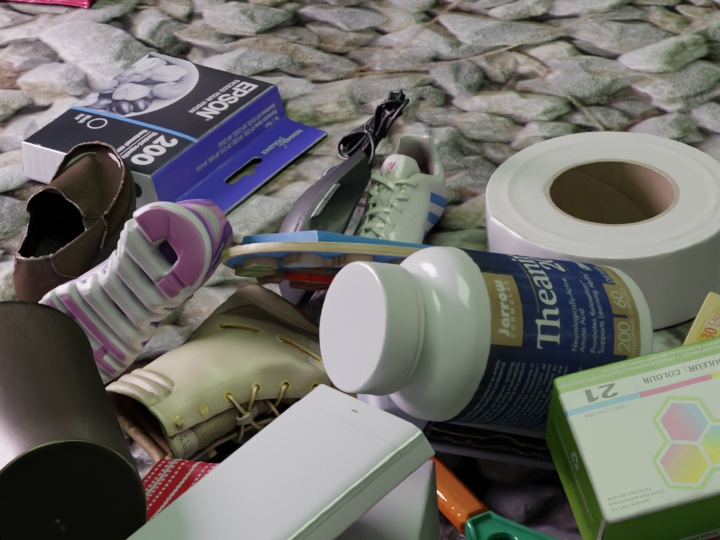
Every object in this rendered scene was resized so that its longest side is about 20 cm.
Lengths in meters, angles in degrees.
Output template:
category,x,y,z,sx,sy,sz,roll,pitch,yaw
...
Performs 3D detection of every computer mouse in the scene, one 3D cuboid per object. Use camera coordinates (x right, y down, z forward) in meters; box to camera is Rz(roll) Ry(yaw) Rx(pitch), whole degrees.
category,x,y,z,sx,sy,sz,roll,pitch,yaw
computer mouse,-0.032,-0.051,1.636,0.046,0.140,0.200,28,70,-6

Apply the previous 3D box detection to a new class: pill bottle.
category,x,y,z,sx,sy,sz,roll,pitch,yaw
pill bottle,0.080,0.043,1.307,0.199,0.111,0.111,6,25,-31

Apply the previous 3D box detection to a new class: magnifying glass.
category,x,y,z,sx,sy,sz,roll,pitch,yaw
magnifying glass,0.088,0.177,1.336,0.079,0.022,0.200,-19,35,-23

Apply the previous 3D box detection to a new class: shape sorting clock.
category,x,y,z,sx,sy,sz,roll,pitch,yaw
shape sorting clock,0.000,0.000,1.454,0.199,0.039,0.200,5,-3,0

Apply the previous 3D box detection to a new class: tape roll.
category,x,y,z,sx,sy,sz,roll,pitch,yaw
tape roll,0.197,-0.033,1.611,0.202,0.071,0.203,-2,33,1

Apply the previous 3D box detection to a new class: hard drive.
category,x,y,z,sx,sy,sz,roll,pitch,yaw
hard drive,-0.065,0.148,1.210,0.200,0.026,0.132,-38,24,-18

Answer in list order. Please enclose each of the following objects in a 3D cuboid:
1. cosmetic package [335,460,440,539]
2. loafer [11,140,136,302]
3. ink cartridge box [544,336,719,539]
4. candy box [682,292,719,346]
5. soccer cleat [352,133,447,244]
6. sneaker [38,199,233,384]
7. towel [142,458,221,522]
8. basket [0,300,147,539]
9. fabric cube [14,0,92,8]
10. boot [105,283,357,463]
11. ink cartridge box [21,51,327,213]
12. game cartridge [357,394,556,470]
category,x,y,z,sx,sy,sz,roll,pitch,yaw
cosmetic package,-0.013,0.202,1.259,0.101,0.071,0.200,2,32,9
loafer,-0.230,-0.044,1.643,0.073,0.071,0.200,0,42,9
ink cartridge box,0.214,0.150,1.240,0.147,0.076,0.200,-14,57,-8
candy box,0.260,0.104,1.386,0.115,0.055,0.200,20,38,13
soccer cleat,0.020,-0.039,1.621,0.070,0.087,0.200,6,34,14
sneaker,-0.162,0.012,1.501,0.081,0.200,0.088,50,32,0
towel,-0.107,0.170,1.275,0.200,0.023,0.145,-1,37,48
basket,-0.223,0.123,1.309,0.180,0.136,0.200,-30,29,-13
fabric cube,-0.348,-0.410,2.138,0.199,0.197,0.200,6,33,13
boot,-0.068,0.096,1.432,0.200,0.073,0.155,30,49,33
ink cartridge box,-0.163,-0.119,1.807,0.199,0.044,0.198,17,38,27
game cartridge,0.091,0.074,1.409,0.199,0.041,0.133,11,36,-18
